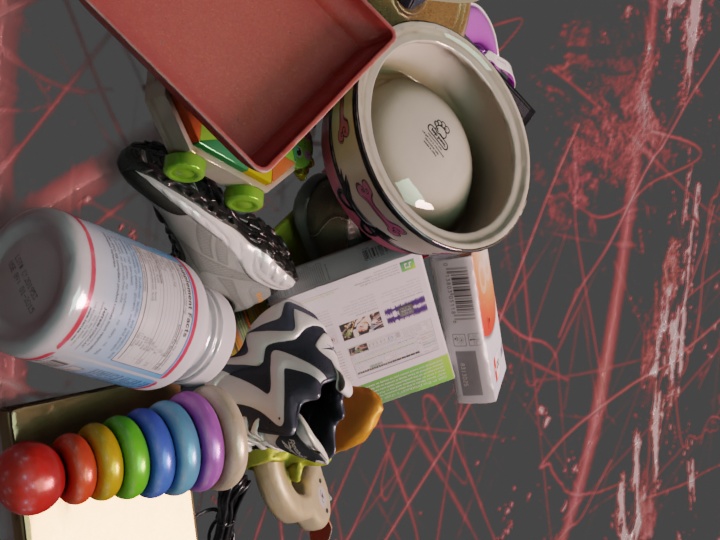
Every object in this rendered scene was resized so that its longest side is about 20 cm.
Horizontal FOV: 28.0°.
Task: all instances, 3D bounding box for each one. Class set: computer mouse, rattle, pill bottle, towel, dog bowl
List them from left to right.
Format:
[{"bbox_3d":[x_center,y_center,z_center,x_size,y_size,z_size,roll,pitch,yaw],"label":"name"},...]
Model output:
[{"bbox_3d":[-0.186,0.030,1.100,0.199,0.108,0.110,25,85,-54],"label":"pill bottle"},{"bbox_3d":[-0.171,0.243,1.245,0.199,0.044,0.110,-23,147,-43],"label":"computer mouse"},{"bbox_3d":[-0.077,0.007,1.312,0.200,0.018,0.087,-47,138,-31],"label":"towel"},{"bbox_3d":[-0.019,0.181,1.348,0.141,0.131,0.201,-26,127,4],"label":"rattle"},{"bbox_3d":[0.051,-0.104,1.228,0.198,0.073,0.203,15,66,-36],"label":"dog bowl"}]

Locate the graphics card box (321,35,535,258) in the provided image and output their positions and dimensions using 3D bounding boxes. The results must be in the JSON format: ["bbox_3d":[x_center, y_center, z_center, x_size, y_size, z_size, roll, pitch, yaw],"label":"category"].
[{"bbox_3d":[0.067,-0.122,1.369,0.125,0.051,0.201,43,65,-13],"label":"graphics card box"}]

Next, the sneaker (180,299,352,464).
[{"bbox_3d":[-0.086,0.136,1.221,0.199,0.130,0.080,-42,142,-1],"label":"sneaker"}]

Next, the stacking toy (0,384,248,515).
[{"bbox_3d":[-0.189,0.146,1.113,0.198,0.085,0.087,-9,112,-35],"label":"stacking toy"}]

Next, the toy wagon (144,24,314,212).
[{"bbox_3d":[-0.093,-0.128,1.155,0.199,0.039,0.157,27,59,-48],"label":"toy wagon"}]

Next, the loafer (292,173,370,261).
[{"bbox_3d":[0.000,0.000,1.337,0.075,0.069,0.201,-52,137,-26],"label":"loafer"}]

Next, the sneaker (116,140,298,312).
[{"bbox_3d":[-0.132,-0.029,1.180,0.079,0.074,0.200,-36,131,11],"label":"sneaker"}]

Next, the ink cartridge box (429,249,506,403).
[{"bbox_3d":[0.126,0.018,1.478,0.200,0.049,0.164,-55,138,-58],"label":"ink cartridge box"}]

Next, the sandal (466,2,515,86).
[{"bbox_3d":[0.132,-0.185,1.477,0.083,0.049,0.204,-48,137,-30],"label":"sandal"}]

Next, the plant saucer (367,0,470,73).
[{"bbox_3d":[0.035,-0.249,1.292,0.198,0.035,0.203,-7,101,-39],"label":"plant saucer"}]

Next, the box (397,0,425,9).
[{"bbox_3d":[0.023,-0.318,1.161,0.157,0.200,0.051,-39,168,-35],"label":"box"}]

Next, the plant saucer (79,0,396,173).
[{"bbox_3d":[-0.096,-0.189,1.085,0.200,0.037,0.200,45,51,-5],"label":"plant saucer"}]

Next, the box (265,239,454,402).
[{"bbox_3d":[0.002,0.056,1.332,0.143,0.037,0.201,-19,138,-1],"label":"box"}]

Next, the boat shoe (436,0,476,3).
[{"bbox_3d":[0.015,-0.275,1.213,0.198,0.063,0.074,10,123,-12],"label":"boat shoe"}]

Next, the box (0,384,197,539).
[{"bbox_3d":[-0.202,0.196,1.158,0.162,0.021,0.203,-10,94,-43],"label":"box"}]
